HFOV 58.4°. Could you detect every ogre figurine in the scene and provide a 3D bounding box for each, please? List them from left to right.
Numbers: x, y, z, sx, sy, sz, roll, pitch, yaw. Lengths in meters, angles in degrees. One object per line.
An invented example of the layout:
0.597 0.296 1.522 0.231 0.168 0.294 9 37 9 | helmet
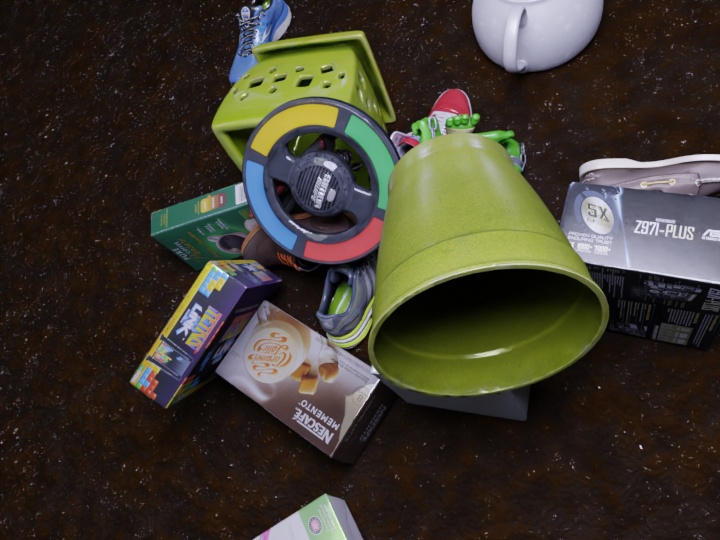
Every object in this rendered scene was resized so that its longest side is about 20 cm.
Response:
0.145 -0.120 0.808 0.098 0.200 0.121 -7 84 26 | ogre figurine

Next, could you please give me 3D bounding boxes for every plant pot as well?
-0.060 -0.215 0.907 0.199 0.199 0.182 1 61 21 | plant pot
0.099 -0.017 0.595 0.199 0.201 0.194 -15 51 13 | plant pot

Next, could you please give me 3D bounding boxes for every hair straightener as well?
-0.055 -0.120 0.805 0.200 0.077 0.041 -42 38 29 | hair straightener

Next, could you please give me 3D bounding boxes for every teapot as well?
0.240 -0.386 0.897 0.197 0.146 0.200 -31 61 5 | teapot

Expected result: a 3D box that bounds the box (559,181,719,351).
0.295 0.000 0.670 0.163 0.200 0.087 11 72 25 | box

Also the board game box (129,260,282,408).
-0.181 0.069 0.801 0.057 0.200 0.166 35 94 3 | board game box

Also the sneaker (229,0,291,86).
-0.185 -0.398 1.092 0.078 0.089 0.201 5 69 23 | sneaker

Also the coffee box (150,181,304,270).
-0.183 -0.068 0.924 0.199 0.123 0.044 -17 61 14 | coffee box

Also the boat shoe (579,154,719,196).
0.363 -0.098 0.766 0.199 0.072 0.060 2 74 25 | boat shoe

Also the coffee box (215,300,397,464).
-0.067 0.139 0.811 0.200 0.080 0.115 29 79 29 | coffee box

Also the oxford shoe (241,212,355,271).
-0.093 -0.033 0.866 0.199 0.071 0.073 -20 43 36 | oxford shoe

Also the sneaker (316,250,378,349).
0.000 0.000 0.848 0.074 0.081 0.201 11 71 24 | sneaker

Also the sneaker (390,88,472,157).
0.098 -0.186 0.877 0.071 0.113 0.201 12 72 24 | sneaker

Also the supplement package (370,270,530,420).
0.120 0.049 0.741 0.150 0.152 0.201 4 69 22 | supplement package

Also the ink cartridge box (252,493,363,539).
-0.087 0.358 0.727 0.199 0.067 0.117 -32 61 3 | ink cartridge box

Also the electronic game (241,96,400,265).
-0.045 -0.100 0.749 0.199 0.201 0.042 -4 23 19 | electronic game
